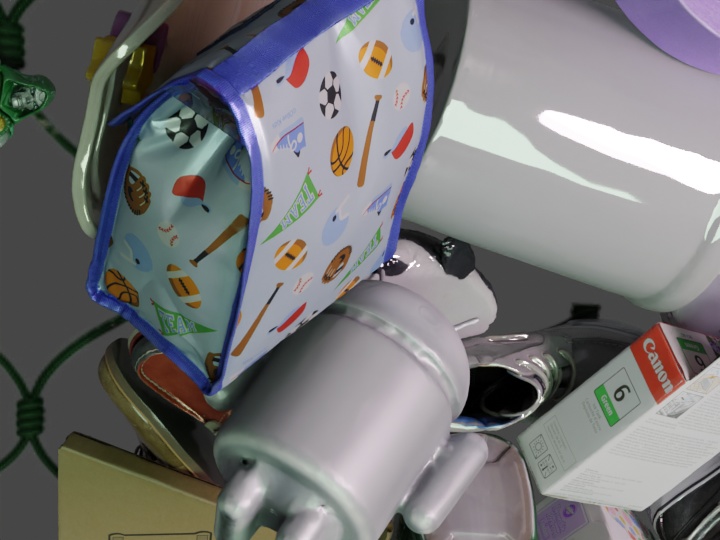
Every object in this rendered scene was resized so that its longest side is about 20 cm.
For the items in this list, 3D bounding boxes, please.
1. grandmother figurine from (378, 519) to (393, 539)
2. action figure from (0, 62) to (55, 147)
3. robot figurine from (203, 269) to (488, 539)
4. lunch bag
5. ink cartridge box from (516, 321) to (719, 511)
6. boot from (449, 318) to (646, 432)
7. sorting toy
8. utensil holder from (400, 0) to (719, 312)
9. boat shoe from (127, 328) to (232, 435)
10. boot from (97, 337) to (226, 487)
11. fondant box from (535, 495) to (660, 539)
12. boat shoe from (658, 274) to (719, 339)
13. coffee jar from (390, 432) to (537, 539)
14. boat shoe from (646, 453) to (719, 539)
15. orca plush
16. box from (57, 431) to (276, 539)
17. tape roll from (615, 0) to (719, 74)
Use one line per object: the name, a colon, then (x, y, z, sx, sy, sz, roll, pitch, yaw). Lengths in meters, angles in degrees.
grandmother figurine: (-0.019, 0.223, 1.477, 0.060, 0.122, 0.200, -1, 143, -11)
action figure: (-0.280, -0.088, 1.266, 0.199, 0.055, 0.119, -15, 121, -6)
robot figurine: (-0.010, 0.087, 1.254, 0.169, 0.200, 0.113, 33, 154, 7)
lunch bag: (-0.049, -0.066, 1.133, 0.124, 0.170, 0.200, 36, 138, 16)
ink cartridge box: (0.209, 0.079, 1.370, 0.109, 0.051, 0.200, 14, 132, -44)
boot: (0.114, 0.078, 1.409, 0.199, 0.096, 0.074, -6, 100, -7)
sorting toy: (-0.112, -0.105, 1.198, 0.106, 0.180, 0.201, 20, 118, 7)
utensil holder: (0.118, -0.083, 1.277, 0.199, 0.170, 0.170, 17, 118, -17)
boat shoe: (-0.057, 0.091, 1.331, 0.199, 0.063, 0.071, 27, 134, -22)
boot: (-0.129, 0.128, 1.423, 0.075, 0.074, 0.200, -23, 126, 16)
fondant box: (0.212, 0.255, 1.520, 0.058, 0.145, 0.200, -36, 121, 14)
boat shoe: (0.241, 0.031, 1.432, 0.073, 0.065, 0.200, -29, 144, 0)
coffee jar: (0.061, 0.198, 1.444, 0.085, 0.105, 0.200, 0, 148, -9)
boat shoe: (0.296, 0.142, 1.501, 0.199, 0.068, 0.074, -33, 139, 11)
orca plush: (0.000, 0.000, 1.362, 0.199, 0.071, 0.105, -4, 135, -32)
box: (-0.110, 0.199, 1.424, 0.199, 0.021, 0.164, 19, 134, 11)
tape roll: (0.231, -0.214, 1.213, 0.199, 0.066, 0.201, 1, 86, -19)
